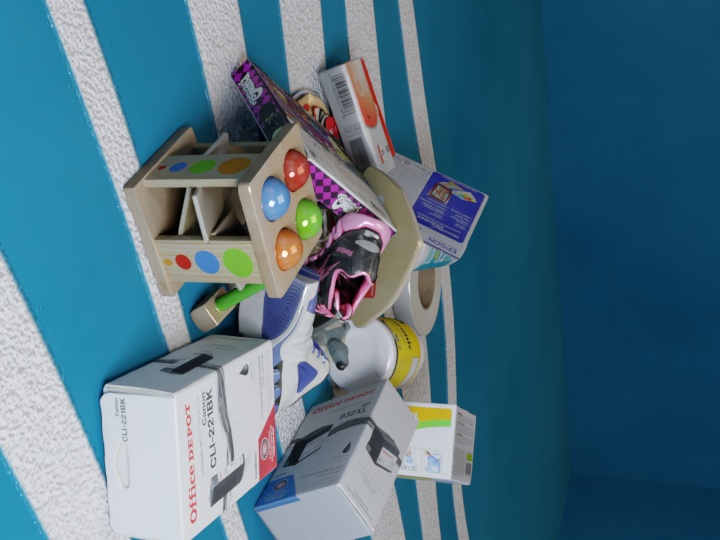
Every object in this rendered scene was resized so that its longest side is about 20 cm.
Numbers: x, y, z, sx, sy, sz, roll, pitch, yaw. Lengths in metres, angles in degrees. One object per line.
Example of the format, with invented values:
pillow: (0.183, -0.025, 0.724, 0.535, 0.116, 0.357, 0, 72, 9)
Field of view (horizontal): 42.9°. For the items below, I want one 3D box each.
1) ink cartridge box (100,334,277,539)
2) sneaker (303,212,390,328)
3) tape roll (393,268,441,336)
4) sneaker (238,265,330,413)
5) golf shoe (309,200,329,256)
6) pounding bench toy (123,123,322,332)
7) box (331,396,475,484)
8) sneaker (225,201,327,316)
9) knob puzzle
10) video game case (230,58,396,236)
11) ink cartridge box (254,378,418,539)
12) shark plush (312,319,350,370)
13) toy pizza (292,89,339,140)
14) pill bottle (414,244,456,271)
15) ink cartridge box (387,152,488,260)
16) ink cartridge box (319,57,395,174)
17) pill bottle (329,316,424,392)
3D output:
ink cartridge box: (-0.164, 0.161, 0.917, 0.199, 0.082, 0.148, -25, 116, -66)
sneaker: (-0.032, 0.023, 1.056, 0.201, 0.077, 0.097, 128, -30, -48)
tape roll: (0.105, 0.016, 1.671, 0.202, 0.036, 0.208, 2, 90, -69)
sneaker: (-0.084, 0.082, 1.055, 0.114, 0.080, 0.203, -13, 126, -55)
golf shoe: (-0.070, -0.032, 1.123, 0.088, 0.076, 0.205, -144, -140, -68)
pounding bench toy: (-0.116, -0.029, 0.929, 0.125, 0.152, 0.204, -61, 146, -50)
box: (0.058, 0.249, 1.342, 0.112, 0.195, 0.104, 36, 58, -62)
sneaker: (-0.096, -0.023, 1.045, 0.076, 0.112, 0.204, -34, 126, -63)
knob puzzle: (0.015, -0.028, 1.151, 0.030, 0.217, 0.226, 9, 82, -38)
video game case: (-0.052, -0.134, 1.069, 0.199, 0.036, 0.183, 35, 20, -54)
ink cartridge box: (-0.027, 0.248, 1.176, 0.084, 0.143, 0.201, 55, 34, -17)
shark plush: (-0.050, 0.068, 1.239, 0.083, 0.090, 0.202, 46, 46, -20)
toy pizza: (-0.062, -0.139, 1.233, 0.199, 0.031, 0.206, 1, 90, -69)
pill bottle: (0.087, -0.055, 1.492, 0.198, 0.109, 0.114, -10, 101, -54)
ink cartridge box: (0.081, -0.095, 1.394, 0.201, 0.194, 0.048, -57, 171, -50)
ink cartridge box: (0.017, -0.229, 1.345, 0.165, 0.049, 0.200, 70, 25, -12)
pill bottle: (0.031, 0.126, 1.385, 0.199, 0.109, 0.114, 14, 79, -69)
